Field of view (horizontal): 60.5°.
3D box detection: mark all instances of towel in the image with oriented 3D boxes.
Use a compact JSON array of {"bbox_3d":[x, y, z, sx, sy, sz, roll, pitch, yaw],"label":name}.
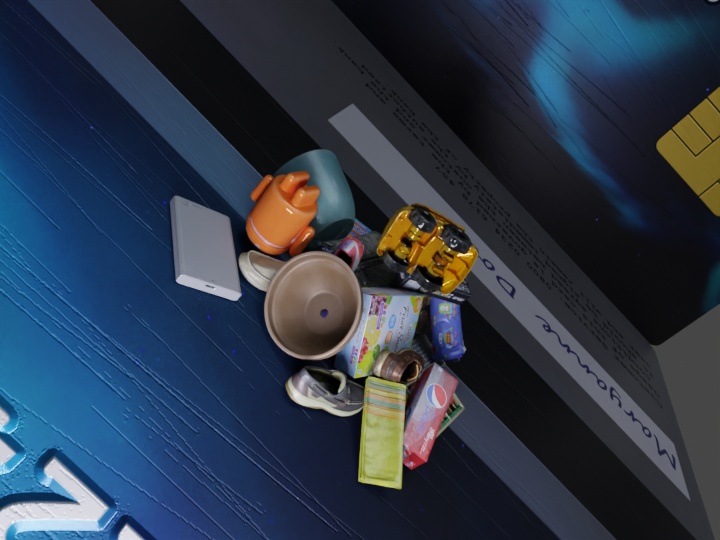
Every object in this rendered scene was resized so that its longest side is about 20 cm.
[{"bbox_3d":[0.043,0.301,1.165,0.083,0.018,0.205,10,53,-6],"label":"towel"},{"bbox_3d":[0.118,0.169,1.504,0.203,0.034,0.191,56,29,14],"label":"towel"}]

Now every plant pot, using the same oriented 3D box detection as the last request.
[{"bbox_3d":[-0.083,0.075,1.204,0.204,0.198,0.093,57,2,20],"label":"plant pot"},{"bbox_3d":[-0.102,-0.144,1.414,0.198,0.200,0.164,-4,58,-56],"label":"plant pot"}]

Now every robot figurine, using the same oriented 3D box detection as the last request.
[{"bbox_3d":[-0.163,-0.113,1.281,0.141,0.200,0.119,30,35,-19],"label":"robot figurine"}]

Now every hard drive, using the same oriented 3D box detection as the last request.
[{"bbox_3d":[-0.299,-0.044,1.188,0.130,0.026,0.204,22,38,-40],"label":"hard drive"}]

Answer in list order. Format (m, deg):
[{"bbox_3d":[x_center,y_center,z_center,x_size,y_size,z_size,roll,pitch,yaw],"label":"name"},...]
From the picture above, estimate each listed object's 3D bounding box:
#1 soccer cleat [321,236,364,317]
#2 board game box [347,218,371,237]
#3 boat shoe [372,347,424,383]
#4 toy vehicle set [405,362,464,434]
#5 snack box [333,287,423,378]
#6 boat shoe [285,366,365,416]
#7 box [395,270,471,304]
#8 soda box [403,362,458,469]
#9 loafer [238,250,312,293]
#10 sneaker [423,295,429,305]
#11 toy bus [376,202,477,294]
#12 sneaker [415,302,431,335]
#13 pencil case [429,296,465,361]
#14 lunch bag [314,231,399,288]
[{"bbox_3d":[-0.052,0.022,1.281,0.066,0.204,0.076,32,28,11],"label":"soccer cleat"},{"bbox_3d":[-0.035,-0.069,1.573,0.150,0.045,0.203,35,31,-24],"label":"board game box"},{"bbox_3d":[0.094,0.208,1.294,0.066,0.074,0.199,23,4,27],"label":"boat shoe"},{"bbox_3d":[0.142,0.297,1.349,0.126,0.026,0.198,54,38,9],"label":"toy vehicle set"},{"bbox_3d":[0.042,0.126,1.307,0.066,0.175,0.197,18,10,35],"label":"snack box"},{"bbox_3d":[-0.050,0.222,1.162,0.198,0.066,0.073,21,35,-42],"label":"boat shoe"},{"bbox_3d":[0.157,-0.019,1.424,0.195,0.049,0.166,15,51,-34],"label":"box"},{"bbox_3d":[0.129,0.293,1.255,0.069,0.064,0.202,36,52,-5],"label":"soda box"},{"bbox_3d":[-0.160,0.010,1.270,0.197,0.068,0.077,31,31,-29],"label":"loafer"},{"bbox_3d":[0.097,0.041,1.616,0.195,0.078,0.087,22,5,-24],"label":"sneaker"},{"bbox_3d":[0.137,-0.078,1.327,0.196,0.137,0.194,27,30,-17],"label":"toy bus"},{"bbox_3d":[0.140,0.108,1.506,0.198,0.075,0.072,5,49,-56],"label":"sneaker"},{"bbox_3d":[0.211,0.120,1.510,0.078,0.084,0.208,18,68,-73],"label":"pencil case"},{"bbox_3d":[0.000,0.000,1.413,0.197,0.140,0.170,-17,64,-44],"label":"lunch bag"}]
